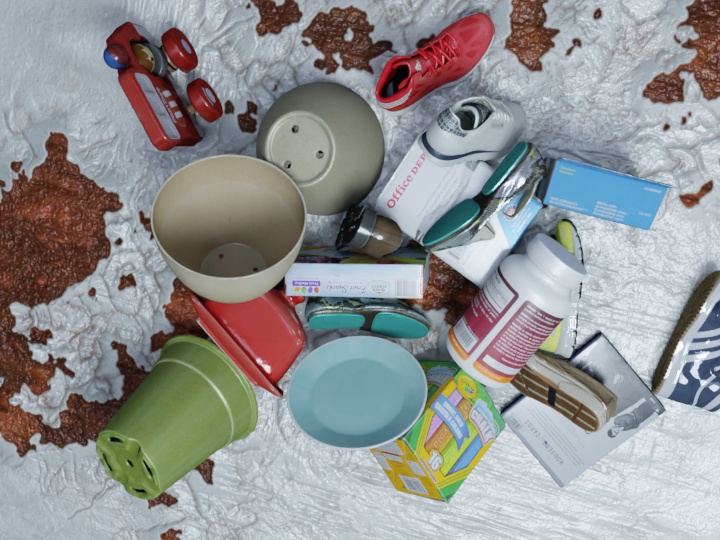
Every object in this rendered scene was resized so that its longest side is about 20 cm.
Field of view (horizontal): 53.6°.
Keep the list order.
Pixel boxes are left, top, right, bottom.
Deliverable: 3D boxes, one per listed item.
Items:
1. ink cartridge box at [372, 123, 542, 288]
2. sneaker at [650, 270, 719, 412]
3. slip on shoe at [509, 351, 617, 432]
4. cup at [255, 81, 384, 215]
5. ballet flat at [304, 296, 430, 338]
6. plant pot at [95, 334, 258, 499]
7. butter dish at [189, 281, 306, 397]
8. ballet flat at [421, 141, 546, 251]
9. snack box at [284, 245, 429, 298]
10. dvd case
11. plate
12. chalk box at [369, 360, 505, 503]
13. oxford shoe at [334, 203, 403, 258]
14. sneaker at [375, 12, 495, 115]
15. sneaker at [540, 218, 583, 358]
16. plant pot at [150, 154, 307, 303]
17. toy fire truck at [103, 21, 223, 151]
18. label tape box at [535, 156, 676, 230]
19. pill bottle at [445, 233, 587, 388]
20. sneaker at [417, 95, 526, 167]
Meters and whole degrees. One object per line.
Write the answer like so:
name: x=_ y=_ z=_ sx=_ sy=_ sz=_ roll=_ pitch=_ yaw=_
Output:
ink cartridge box: x=0.140 y=-0.095 z=1.037 sx=0.199 sy=0.084 sz=0.146 roll=36 pitch=103 yaw=3
sneaker: x=0.506 y=0.106 z=1.012 sx=0.107 sy=0.070 sz=0.203 roll=22 pitch=109 yaw=11
slip on shoe: x=0.281 y=0.155 z=1.045 sx=0.199 sy=0.060 sz=0.077 roll=32 pitch=144 yaw=36
cup: x=-0.072 y=-0.175 z=1.031 sx=0.197 sy=0.143 sz=0.204 roll=2 pitch=99 yaw=10
ballet flat: x=0.013 y=0.057 z=1.087 sx=0.197 sy=0.074 sz=0.076 roll=9 pitch=101 yaw=-16
plant pot: x=-0.286 y=0.233 z=1.072 sx=0.197 sy=0.190 sz=0.203 roll=14 pitch=123 yaw=23
butter dish: x=-0.146 y=0.076 z=1.081 sx=0.148 sy=0.199 sz=0.200 roll=-43 pitch=89 yaw=-10
ballet flat: x=0.173 y=-0.081 z=0.960 sx=0.200 sy=0.072 sz=0.072 roll=-44 pitch=90 yaw=13
snack box: x=0.000 y=0.000 z=1.046 sx=0.196 sy=0.142 sz=0.054 roll=1 pitch=101 yaw=9
dvd case: x=0.335 y=0.214 z=1.083 sx=0.200 sy=0.025 sz=0.151 roll=-41 pitch=90 yaw=14
plate: x=-0.004 y=0.172 z=0.994 sx=0.196 sy=0.202 sz=0.026 roll=2 pitch=131 yaw=9
chalk box: x=0.116 y=0.213 z=1.040 sx=0.200 sy=0.124 sz=0.125 roll=-44 pitch=108 yaw=-30
oxford shoe: x=0.013 y=-0.048 z=1.017 sx=0.083 sy=0.200 sz=0.074 roll=22 pitch=94 yaw=-13
sneaker: x=0.105 y=-0.289 z=0.996 sx=0.199 sy=0.116 sz=0.079 roll=-40 pitch=91 yaw=13
sneaker: x=0.276 y=0.025 z=1.039 sx=0.089 sy=0.078 sz=0.204 roll=6 pitch=98 yaw=16
plant pot: x=-0.172 y=-0.034 z=0.959 sx=0.197 sy=0.202 sz=0.135 roll=19 pitch=144 yaw=6
toy fire truck: x=-0.301 y=-0.271 z=1.042 sx=0.111 sy=0.168 sz=0.202 roll=-27 pitch=94 yaw=12
label tape box: x=0.314 y=-0.103 z=0.946 sx=0.142 sy=0.200 sz=0.064 roll=16 pitch=102 yaw=7
pill bottle: x=0.215 y=0.054 z=0.978 sx=0.112 sy=0.113 sz=0.201 roll=37 pitch=113 yaw=2
sneaker: x=0.169 y=-0.200 z=0.968 sx=0.077 sy=0.198 sz=0.081 roll=50 pitch=141 yaw=17
